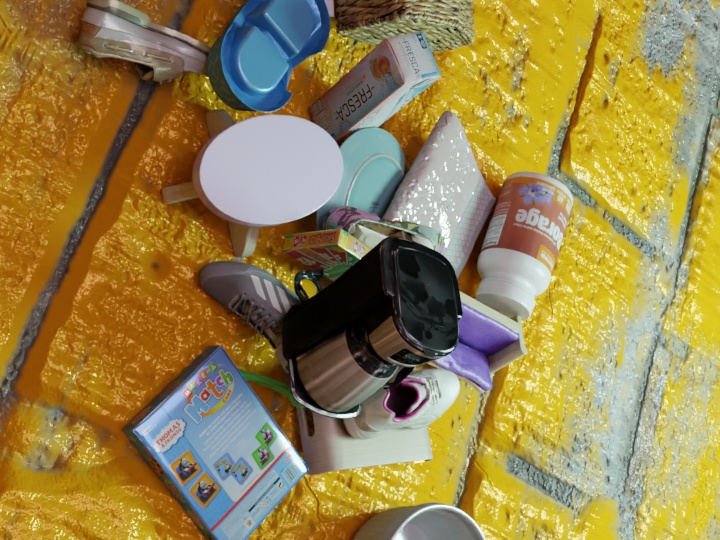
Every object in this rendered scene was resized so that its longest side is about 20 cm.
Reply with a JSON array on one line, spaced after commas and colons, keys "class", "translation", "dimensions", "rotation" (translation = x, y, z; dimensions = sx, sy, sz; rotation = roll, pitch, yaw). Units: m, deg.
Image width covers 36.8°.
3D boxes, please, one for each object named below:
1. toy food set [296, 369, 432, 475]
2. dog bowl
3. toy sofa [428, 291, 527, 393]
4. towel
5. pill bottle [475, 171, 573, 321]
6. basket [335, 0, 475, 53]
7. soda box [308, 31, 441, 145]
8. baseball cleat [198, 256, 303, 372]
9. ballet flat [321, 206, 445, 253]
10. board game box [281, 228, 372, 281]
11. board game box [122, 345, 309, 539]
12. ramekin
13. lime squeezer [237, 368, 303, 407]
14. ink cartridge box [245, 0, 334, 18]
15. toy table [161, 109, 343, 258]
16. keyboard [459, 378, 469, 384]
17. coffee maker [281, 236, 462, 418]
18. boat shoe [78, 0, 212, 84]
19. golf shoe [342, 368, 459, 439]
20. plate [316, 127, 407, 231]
[{"class": "toy food set", "translation": [0.005, 0.189, 1.433], "dimensions": [0.198, 0.060, 0.145], "rotation": [1, 73, -38]}, {"class": "dog bowl", "translation": [-0.114, -0.274, 1.311], "dimensions": [0.112, 0.049, 0.201], "rotation": [46, 56, -28]}, {"class": "toy sofa", "translation": [0.136, 0.085, 1.502], "dimensions": [0.199, 0.083, 0.098], "rotation": [28, 44, -31]}, {"class": "towel", "translation": [0.116, -0.087, 1.521], "dimensions": [0.201, 0.032, 0.192], "rotation": [-61, 138, -26]}, {"class": "pill bottle", "translation": [0.236, -0.034, 1.590], "dimensions": [0.112, 0.112, 0.202], "rotation": [33, 65, -30]}, {"class": "basket", "translation": [0.068, -0.385, 1.458], "dimensions": [0.199, 0.141, 0.151], "rotation": [3, 84, -54]}, {"class": "soda box", "translation": [0.015, -0.227, 1.388], "dimensions": [0.068, 0.199, 0.064], "rotation": [-19, 83, -36]}, {"class": "baseball cleat", "translation": [-0.108, 0.058, 1.316], "dimensions": [0.198, 0.070, 0.107], "rotation": [23, 42, -19]}, {"class": "ballet flat", "translation": [0.041, -0.031, 1.387], "dimensions": [0.198, 0.071, 0.070], "rotation": [16, 108, -37]}, {"class": "board game box", "translation": [0.000, 0.000, 1.375], "dimensions": [0.199, 0.095, 0.030], "rotation": [29, 65, -45]}, {"class": "board game box", "translation": [-0.169, 0.216, 1.301], "dimensions": [0.151, 0.036, 0.201], "rotation": [-44, 112, -31]}, {"class": "ramekin", "translation": [0.068, 0.404, 1.418], "dimensions": [0.198, 0.105, 0.203], "rotation": [6, 81, -37]}, {"class": "lime squeezer", "translation": [-0.057, 0.135, 1.360], "dimensions": [0.198, 0.071, 0.038], "rotation": [-13, 136, -20]}, {"class": "ink cartridge box", "translation": [-0.095, -0.428, 1.418], "dimensions": [0.103, 0.059, 0.203], "rotation": [1, 84, -37]}, {"class": "toy table", "translation": [-0.133, -0.112, 1.317], "dimensions": [0.198, 0.117, 0.186], "rotation": [0, 85, -36]}, {"class": "keyboard", "translation": [0.095, 0.105, 1.522], "dimensions": [0.199, 0.011, 0.057], "rotation": [29, 40, -32]}, {"class": "coffee maker", "translation": [0.004, 0.045, 1.238], "dimensions": [0.134, 0.199, 0.194], "rotation": [-8, 68, -48]}, {"class": "boat shoe", "translation": [-0.243, -0.258, 1.286], "dimensions": [0.199, 0.075, 0.069], "rotation": [20, 92, -36]}, {"class": "golf shoe", "translation": [0.070, 0.167, 1.394], "dimensions": [0.199, 0.091, 0.076], "rotation": [-15, 81, -42]}, {"class": "plate", "translation": [0.013, -0.088, 1.435], "dimensions": [0.199, 0.025, 0.203], "rotation": [-24, 120, -49]}]
